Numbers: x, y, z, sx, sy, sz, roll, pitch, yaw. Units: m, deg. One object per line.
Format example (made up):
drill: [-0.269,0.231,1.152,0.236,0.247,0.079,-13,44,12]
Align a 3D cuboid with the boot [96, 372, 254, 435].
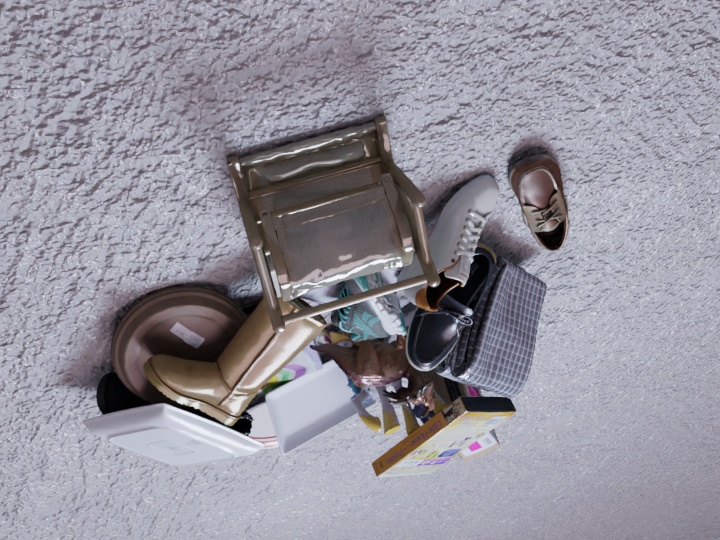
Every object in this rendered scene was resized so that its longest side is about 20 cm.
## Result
boot: [-0.270,0.202,1.673,0.167,0.077,0.200,-8,148,27]

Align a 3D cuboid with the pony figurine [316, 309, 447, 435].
pony figurine: [0.048,0.154,1.755,0.192,0.201,0.167,-16,151,-35]

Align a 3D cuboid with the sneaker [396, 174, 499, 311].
sneaker: [0.137,-0.030,1.522,0.073,0.085,0.201,23,105,-45]

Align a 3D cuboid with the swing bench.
swing bench: [-0.034,-0.059,1.297,0.197,0.201,0.131,-15,126,-5]

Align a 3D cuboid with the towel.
towel: [0.200,0.079,1.683,0.085,0.202,0.165,11,173,42]

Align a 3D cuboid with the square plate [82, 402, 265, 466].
square plate: [-0.273,0.246,1.643,0.197,0.029,0.199,-15,147,40]

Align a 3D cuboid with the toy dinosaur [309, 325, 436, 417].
toy dinosaur: [0.028,0.141,1.638,0.198,0.137,0.086,4,164,-14]

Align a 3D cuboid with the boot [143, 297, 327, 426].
boot: [-0.171,0.100,1.529,0.175,0.066,0.200,32,106,-37]

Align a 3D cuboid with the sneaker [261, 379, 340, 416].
sneaker: [-0.074,0.205,1.842,0.199,0.084,0.074,15,144,-43]

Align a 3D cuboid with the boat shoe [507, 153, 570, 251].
boat shoe: [0.255,-0.091,1.554,0.075,0.072,0.200,-24,150,9]

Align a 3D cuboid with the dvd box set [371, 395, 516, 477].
dvd box set: [0.130,0.260,1.759,0.200,0.030,0.146,-42,151,29]

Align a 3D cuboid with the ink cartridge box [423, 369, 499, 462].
ink cartridge box: [0.159,0.213,1.910,0.075,0.166,0.200,-23,151,9]

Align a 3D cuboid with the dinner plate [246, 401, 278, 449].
dinner plate: [-0.139,0.258,1.958,0.198,0.024,0.201,-15,149,-9]

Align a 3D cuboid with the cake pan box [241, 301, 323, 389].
cake pan box: [-0.160,0.116,1.685,0.183,0.053,0.201,-19,150,-4]

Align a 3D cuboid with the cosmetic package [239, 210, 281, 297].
cosmetic package: [-0.041,-0.050,1.423,0.198,0.104,0.073,-18,151,1]

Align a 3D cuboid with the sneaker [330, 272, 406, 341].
sneaker: [-0.002,0.049,1.522,0.090,0.078,0.200,-18,149,9]

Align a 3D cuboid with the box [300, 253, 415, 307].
box: [0.000,0.000,1.572,0.116,0.061,0.199,-36,146,29]

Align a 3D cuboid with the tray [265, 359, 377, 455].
tray: [-0.064,0.204,1.804,0.199,0.108,0.022,-25,-161,-32]

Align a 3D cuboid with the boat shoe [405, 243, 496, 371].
boat shoe: [0.126,0.051,1.589,0.201,0.074,0.062,-57,180,1]

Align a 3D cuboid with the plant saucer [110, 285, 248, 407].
plant saucer: [-0.245,0.113,1.566,0.198,0.030,0.202,-7,121,-11]
